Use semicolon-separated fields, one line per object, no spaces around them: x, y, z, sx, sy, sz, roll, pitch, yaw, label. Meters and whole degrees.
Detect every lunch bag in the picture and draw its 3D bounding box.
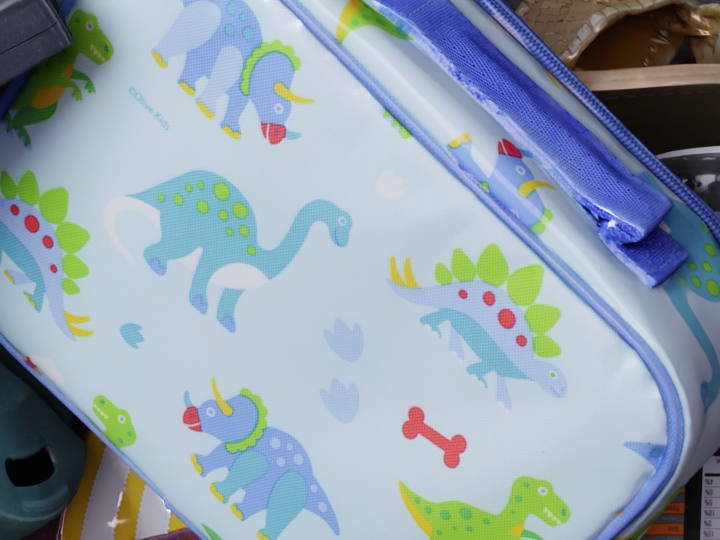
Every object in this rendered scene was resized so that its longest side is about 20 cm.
0.000;0.000;0.680;0.200;0.082;0.161;43;130;7;lunch bag

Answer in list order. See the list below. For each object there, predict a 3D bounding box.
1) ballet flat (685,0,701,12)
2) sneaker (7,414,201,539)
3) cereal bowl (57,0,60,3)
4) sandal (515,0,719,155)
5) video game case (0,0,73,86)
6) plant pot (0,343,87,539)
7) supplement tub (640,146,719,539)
0.135;-0.101;0.802;0.199;0.067;0.067;24;106;15;ballet flat
-0.052;0.056;0.794;0.199;0.075;0.090;-32;82;2;sneaker
-0.063;-0.136;0.807;0.198;0.084;0.201;2;57;-4;cereal bowl
0.057;-0.067;0.795;0.210;0.078;0.070;-6;69;4;sandal
-0.188;-0.069;0.689;0.199;0.026;0.181;-29;45;1;video game case
-0.195;0.039;0.740;0.195;0.200;0.201;-25;77;15;plant pot
0.124;0.072;0.737;0.121;0.123;0.202;2;82;10;supplement tub
